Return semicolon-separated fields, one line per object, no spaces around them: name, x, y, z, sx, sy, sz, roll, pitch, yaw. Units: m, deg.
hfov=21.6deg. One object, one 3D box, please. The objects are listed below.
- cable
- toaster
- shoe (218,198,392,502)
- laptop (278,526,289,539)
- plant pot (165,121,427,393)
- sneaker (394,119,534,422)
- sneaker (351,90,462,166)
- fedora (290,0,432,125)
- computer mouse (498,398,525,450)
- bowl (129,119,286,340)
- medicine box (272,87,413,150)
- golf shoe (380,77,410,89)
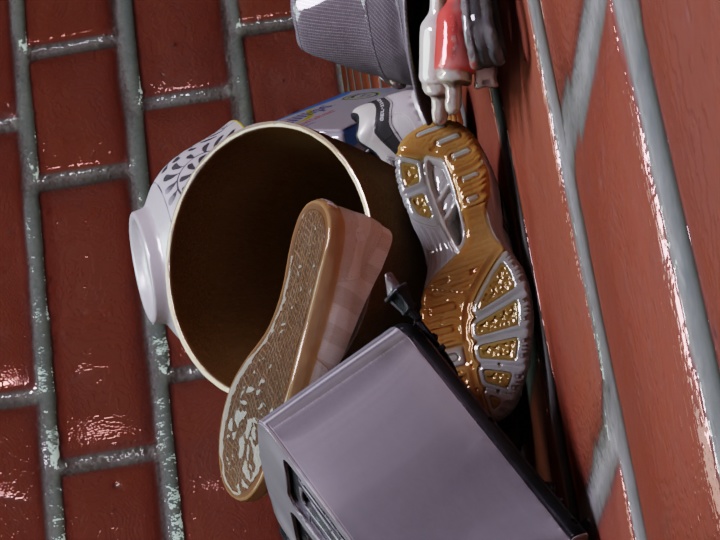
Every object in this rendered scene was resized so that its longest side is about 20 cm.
cable;0.050;-0.186;1.081;0.097;0.050;0.200;-107;9;-86
toaster;0.033;0.141;1.112;0.200;0.119;0.181;51;163;23
shoe;-0.033;0.055;1.177;0.070;0.053;0.200;35;109;52
laptop;0.033;0.267;1.242;0.103;0.177;0.200;-68;21;5
plant pot;0.000;0.000;1.318;0.200;0.186;0.187;5;-107;-49
sneaker;0.077;0.004;1.210;0.088;0.076;0.200;37;-136;-67
sneaker;0.035;-0.062;1.447;0.076;0.088;0.200;-102;3;-45
fedora;0.007;-0.190;1.200;0.177;0.090;0.200;74;-158;-49
computer mouse;0.094;0.043;1.295;0.059;0.034;0.200;7;-100;-75
bowl;-0.124;-0.010;1.458;0.201;0.094;0.201;168;90;-76
medicine box;-0.004;-0.037;1.560;0.182;0.103;0.200;-31;-62;-57
golf shoe;0.039;-0.194;1.530;0.095;0.078;0.200;52;175;-16
